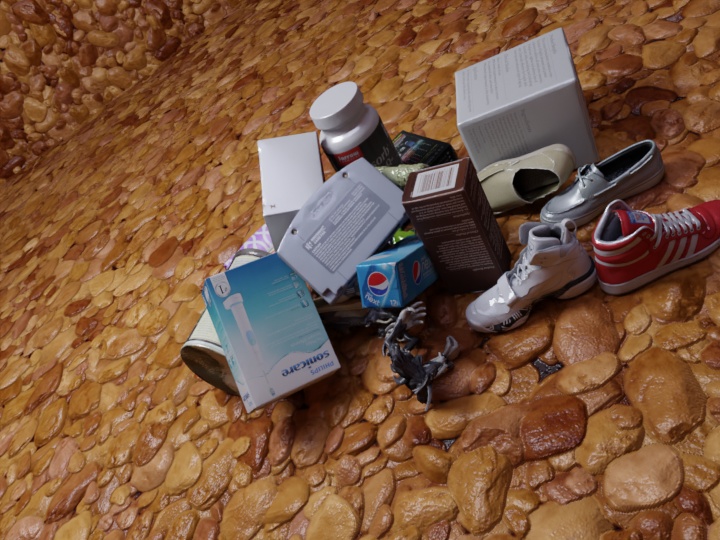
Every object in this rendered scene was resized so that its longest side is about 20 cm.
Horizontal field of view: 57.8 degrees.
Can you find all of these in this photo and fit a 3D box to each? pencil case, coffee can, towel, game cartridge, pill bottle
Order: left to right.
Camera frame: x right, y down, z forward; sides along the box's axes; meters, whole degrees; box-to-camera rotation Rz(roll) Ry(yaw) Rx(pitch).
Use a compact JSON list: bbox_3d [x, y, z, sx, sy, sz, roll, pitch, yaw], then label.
[{"bbox_3d":[-0.197,0.087,1.115,0.143,0.148,0.203,-3,48,34],"label":"coffee can"},{"bbox_3d":[-0.178,-0.042,1.286,0.200,0.086,0.083,-45,35,-12],"label":"pencil case"},{"bbox_3d":[-0.026,-0.066,0.982,0.133,0.041,0.201,41,79,8],"label":"game cartridge"},{"bbox_3d":[-0.003,-0.213,1.134,0.113,0.202,0.118,-20,39,18],"label":"pill bottle"},{"bbox_3d":[0.108,-0.115,1.061,0.146,0.198,0.037,5,71,46],"label":"towel"}]

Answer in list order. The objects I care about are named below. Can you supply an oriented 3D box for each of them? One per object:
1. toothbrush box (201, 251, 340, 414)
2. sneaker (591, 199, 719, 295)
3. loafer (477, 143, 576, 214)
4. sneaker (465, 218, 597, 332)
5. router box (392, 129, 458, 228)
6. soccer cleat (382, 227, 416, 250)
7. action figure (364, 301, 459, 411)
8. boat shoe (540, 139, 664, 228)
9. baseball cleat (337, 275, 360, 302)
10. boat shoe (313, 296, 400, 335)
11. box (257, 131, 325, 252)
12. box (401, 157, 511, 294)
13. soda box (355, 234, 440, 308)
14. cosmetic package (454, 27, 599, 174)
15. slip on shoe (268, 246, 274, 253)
[{"bbox_3d":[-0.138,0.091,0.991,0.143,0.204,0.085,-22,-10,-23],"label":"toothbrush box"},{"bbox_3d":[0.393,-0.058,0.848,0.197,0.113,0.072,-31,38,5],"label":"sneaker"},{"bbox_3d":[0.247,-0.139,1.046,0.197,0.076,0.069,-25,18,37],"label":"loafer"},{"bbox_3d":[0.225,0.004,0.908,0.196,0.116,0.076,-26,38,12],"label":"sneaker"},{"bbox_3d":[0.073,-0.170,1.248,0.200,0.063,0.149,-46,40,-13],"label":"router box"},{"bbox_3d":[0.025,-0.041,1.153,0.197,0.067,0.083,13,70,44],"label":"soccer cleat"},{"bbox_3d":[0.076,0.104,0.921,0.101,0.119,0.201,-38,32,3],"label":"action figure"},{"bbox_3d":[0.358,-0.134,0.987,0.197,0.072,0.071,-27,38,11],"label":"boat shoe"},{"bbox_3d":[0.000,0.000,1.069,0.103,0.072,0.201,-7,24,8],"label":"baseball cleat"},{"bbox_3d":[-0.025,0.073,1.065,0.195,0.067,0.072,-11,10,22],"label":"boat shoe"},{"bbox_3d":[-0.106,-0.110,1.131,0.103,0.201,0.156,-8,62,-1],"label":"box"},{"bbox_3d":[0.147,-0.060,0.964,0.098,0.202,0.076,-8,42,28],"label":"box"},{"bbox_3d":[0.068,-0.004,0.981,0.066,0.066,0.199,-4,12,28],"label":"soda box"},{"bbox_3d":[0.278,-0.264,1.107,0.195,0.168,0.170,-16,41,23],"label":"cosmetic package"},{"bbox_3d":[-0.119,-0.025,1.239,0.198,0.075,0.061,-36,40,-8],"label":"slip on shoe"}]
